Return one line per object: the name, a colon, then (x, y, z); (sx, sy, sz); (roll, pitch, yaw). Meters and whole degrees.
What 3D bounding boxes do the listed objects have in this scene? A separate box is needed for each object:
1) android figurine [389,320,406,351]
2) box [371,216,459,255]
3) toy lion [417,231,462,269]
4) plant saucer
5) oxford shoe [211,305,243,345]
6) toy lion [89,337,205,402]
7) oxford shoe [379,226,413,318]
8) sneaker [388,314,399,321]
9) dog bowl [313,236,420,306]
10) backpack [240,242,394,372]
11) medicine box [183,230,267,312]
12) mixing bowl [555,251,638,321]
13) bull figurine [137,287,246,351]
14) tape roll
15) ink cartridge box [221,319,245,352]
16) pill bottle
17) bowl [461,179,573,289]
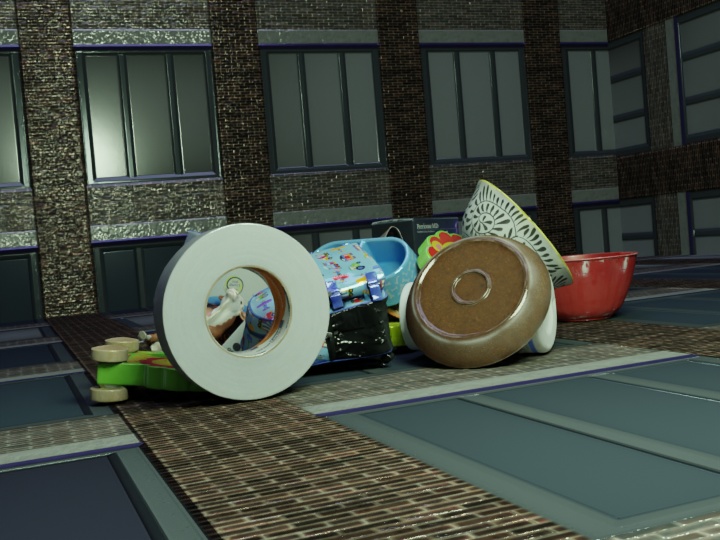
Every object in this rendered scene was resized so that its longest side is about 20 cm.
android figurine: (0.038, 0.100, 1.432); (0.179, 0.042, 0.200); (-4, 2, 15)
box: (0.109, 0.003, 1.719); (0.103, 0.203, 0.147); (-3, 2, 42)
toy lion: (0.185, 0.019, 1.429); (0.191, 0.201, 0.069); (-23, -22, -50)
plant saucer: (0.146, 0.029, 1.195); (0.198, 0.202, 0.035); (-4, -36, 25)
oxford shoe: (-0.229, 0.115, 1.664); (0.072, 0.072, 0.199); (-42, 27, -22)
toy lion: (-0.244, 0.128, 1.190); (0.189, 0.070, 0.200); (2, 1, -9)
oxford shoe: (0.055, 0.002, 1.494); (0.070, 0.073, 0.201); (13, 32, -23)
sneaker: (0.116, 0.071, 1.567); (0.197, 0.076, 0.105); (-9, 6, 18)
dog bowl: (0.000, 0.000, 1.449); (0.197, 0.050, 0.112); (-4, 47, 25)
backpack: (-0.070, 0.057, 1.260); (0.197, 0.136, 0.183); (-11, 22, -10)
medicine box: (-0.207, 0.015, 1.614); (0.180, 0.104, 0.199); (18, 0, -30)
mixing bowl: (0.386, 0.029, 1.613); (0.197, 0.110, 0.200); (-4, 1, 0)
bull figurine: (-0.270, 0.095, 1.459); (0.199, 0.066, 0.121); (-33, -12, 29)
tape roll: (-0.139, 0.047, 1.081); (0.198, 0.203, 0.066); (-6, 2, -24)
ink cartridge box: (-0.155, 0.082, 1.409); (0.200, 0.039, 0.099); (-46, -1, 15)
pill bottle: (0.160, 0.058, 1.265); (0.197, 0.116, 0.113); (-4, 2, 24)
bowl: (0.207, -0.025, 1.342); (0.094, 0.201, 0.201); (-42, 2, 0)
